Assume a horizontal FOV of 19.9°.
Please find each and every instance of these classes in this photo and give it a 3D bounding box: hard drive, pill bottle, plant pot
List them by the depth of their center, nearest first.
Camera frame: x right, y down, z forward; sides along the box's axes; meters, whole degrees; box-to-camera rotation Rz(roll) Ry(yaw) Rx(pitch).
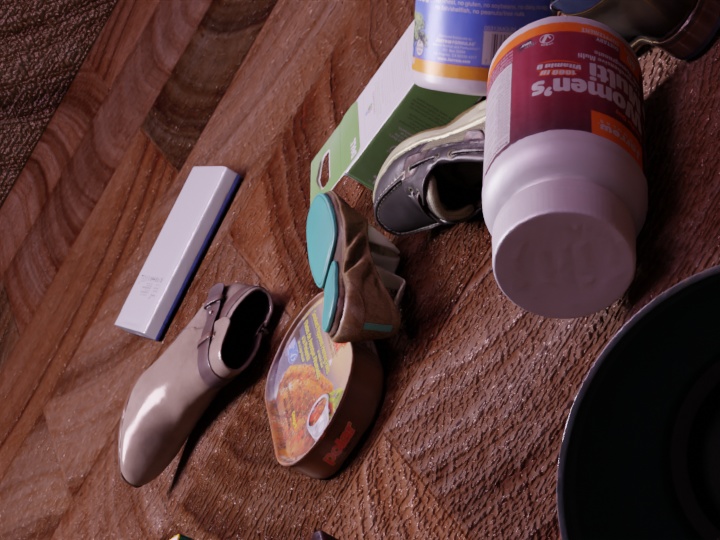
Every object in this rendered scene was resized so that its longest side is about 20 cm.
[{"bbox_3d":[0.191,0.090,0.904,0.201,0.199,0.134,-58,-8,8],"label":"plant pot"},{"bbox_3d":[0.134,-0.069,1.351,0.110,0.109,0.201,-47,24,35],"label":"pill bottle"},{"bbox_3d":[0.099,-0.239,1.564,0.112,0.111,0.202,-143,55,-71],"label":"pill bottle"},{"bbox_3d":[-0.203,-0.021,2.273,0.201,0.025,0.132,-64,19,-7],"label":"hard drive"}]

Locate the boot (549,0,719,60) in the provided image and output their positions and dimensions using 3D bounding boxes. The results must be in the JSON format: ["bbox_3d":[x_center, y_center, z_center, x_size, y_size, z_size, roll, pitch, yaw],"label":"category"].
[{"bbox_3d":[0.174,-0.200,1.452,0.075,0.096,0.200,-62,19,-5],"label":"boot"}]

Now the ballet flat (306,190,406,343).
[{"bbox_3d":[0.000,0.000,1.654,0.200,0.072,0.068,-105,30,-63],"label":"ballet flat"}]

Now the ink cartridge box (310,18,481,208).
[{"bbox_3d":[0.034,-0.129,1.767,0.200,0.059,0.104,-52,21,25],"label":"ink cartridge box"}]

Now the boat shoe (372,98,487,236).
[{"bbox_3d":[0.068,-0.069,1.579,0.200,0.072,0.066,-31,29,48],"label":"boat shoe"}]

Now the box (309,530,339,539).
[{"bbox_3d":[-0.003,0.290,1.115,0.201,0.165,0.165,-55,20,18],"label":"box"}]

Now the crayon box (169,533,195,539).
[{"bbox_3d":[-0.177,0.328,1.669,0.119,0.058,0.201,-37,31,51],"label":"crayon box"}]

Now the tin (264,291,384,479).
[{"bbox_3d":[-0.029,0.091,1.657,0.112,0.042,0.200,-59,19,18],"label":"tin"}]

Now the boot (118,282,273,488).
[{"bbox_3d":[-0.151,0.100,1.909,0.146,0.070,0.201,-24,41,57],"label":"boot"}]
